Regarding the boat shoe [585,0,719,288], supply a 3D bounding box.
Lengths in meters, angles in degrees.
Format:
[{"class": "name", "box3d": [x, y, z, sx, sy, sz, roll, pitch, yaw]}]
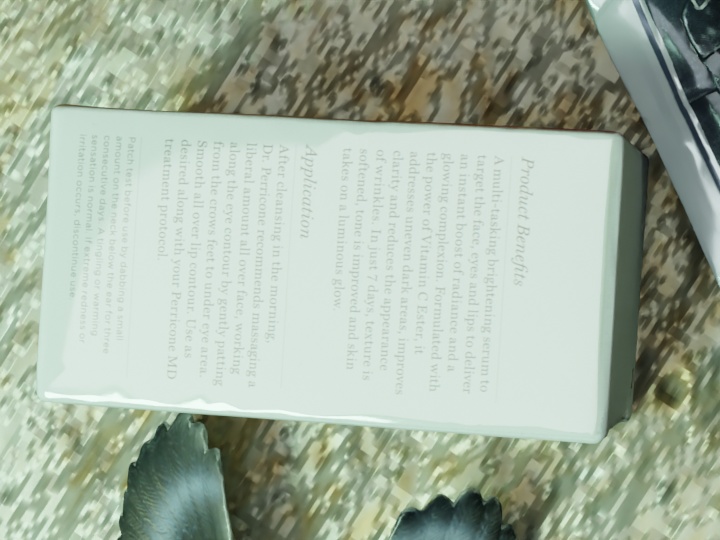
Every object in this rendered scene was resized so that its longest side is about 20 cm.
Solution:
[{"class": "boat shoe", "box3d": [0.145, -0.079, 0.945, 0.091, 0.071, 0.200, -25, 93, 8]}]

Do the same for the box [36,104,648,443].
[{"class": "box", "box3d": [0.000, 0.000, 0.925, 0.200, 0.152, 0.106, 3, 90, 9]}]

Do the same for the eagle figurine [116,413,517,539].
[{"class": "eagle figurine", "box3d": [-0.033, 0.173, 0.961, 0.152, 0.151, 0.200, 33, 60, -30]}]
